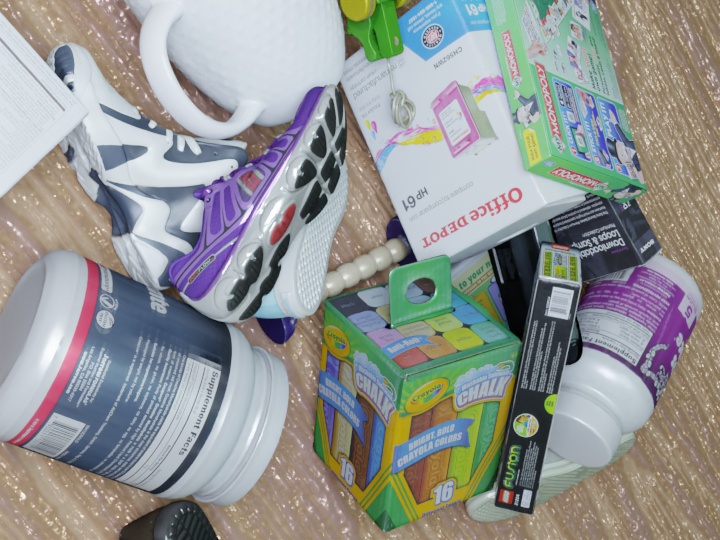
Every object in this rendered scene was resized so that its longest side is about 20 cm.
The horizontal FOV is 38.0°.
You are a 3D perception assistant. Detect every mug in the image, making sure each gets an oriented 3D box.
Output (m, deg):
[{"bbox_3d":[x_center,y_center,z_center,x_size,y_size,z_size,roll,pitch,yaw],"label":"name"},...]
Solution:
[{"bbox_3d":[-0.101,-0.189,0.804,0.176,0.146,0.201,55,43,-34],"label":"mug"}]

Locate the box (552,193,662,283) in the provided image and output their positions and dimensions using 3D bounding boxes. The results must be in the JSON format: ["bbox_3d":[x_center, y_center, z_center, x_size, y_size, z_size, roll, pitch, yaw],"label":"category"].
[{"bbox_3d":[0.176,-0.083,0.967,0.036,0.143,0.201,-31,95,-30],"label":"box"}]

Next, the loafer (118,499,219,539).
[{"bbox_3d":[-0.135,0.267,0.841,0.073,0.071,0.202,-51,130,-55],"label":"loafer"}]

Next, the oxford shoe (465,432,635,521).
[{"bbox_3d":[0.183,0.190,1.040,0.198,0.076,0.058,-22,59,-22],"label":"oxford shoe"}]

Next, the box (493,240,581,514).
[{"bbox_3d":[0.148,0.087,0.875,0.034,0.110,0.202,11,107,8],"label":"box"}]

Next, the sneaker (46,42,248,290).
[{"bbox_3d":[-0.154,-0.098,0.820,0.129,0.079,0.201,-33,106,-29],"label":"sneaker"}]

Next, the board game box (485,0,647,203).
[{"bbox_3d":[0.167,-0.163,0.866,0.134,0.029,0.202,11,61,-41],"label":"board game box"}]

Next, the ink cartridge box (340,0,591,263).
[{"bbox_3d":[0.086,-0.120,0.893,0.084,0.144,0.202,-17,81,-49],"label":"ink cartridge box"}]

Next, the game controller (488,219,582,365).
[{"bbox_3d":[0.152,-0.009,0.965,0.042,0.104,0.202,-15,92,-13],"label":"game controller"}]

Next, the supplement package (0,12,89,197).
[{"bbox_3d":[-0.305,-0.077,0.709,0.114,0.109,0.200,50,66,-21],"label":"supplement package"}]

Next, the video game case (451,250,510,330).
[{"bbox_3d":[0.138,0.066,1.031,0.199,0.022,0.183,-37,108,-26],"label":"video game case"}]

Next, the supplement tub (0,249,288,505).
[{"bbox_3d":[-0.167,0.084,0.773,0.199,0.140,0.142,27,76,-28],"label":"supplement tub"}]

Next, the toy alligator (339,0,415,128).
[{"bbox_3d":[0.006,-0.214,0.843,0.059,0.054,0.202,-28,119,-41],"label":"toy alligator"}]

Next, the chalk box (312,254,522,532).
[{"bbox_3d":[0.046,0.087,0.870,0.124,0.124,0.202,-13,125,-30],"label":"chalk box"}]

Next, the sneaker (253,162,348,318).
[{"bbox_3d":[-0.065,-0.047,0.873,0.201,0.081,0.074,-76,152,-41],"label":"sneaker"}]

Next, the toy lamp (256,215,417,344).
[{"bbox_3d":[0.000,0.000,0.927,0.199,0.058,0.059,-30,104,-28],"label":"toy lamp"}]

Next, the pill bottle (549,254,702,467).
[{"bbox_3d":[0.245,0.086,1.012,0.112,0.112,0.201,48,60,-22],"label":"pill bottle"}]

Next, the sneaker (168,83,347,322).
[{"bbox_3d":[-0.077,-0.062,0.783,0.201,0.083,0.081,-58,161,-15],"label":"sneaker"}]
